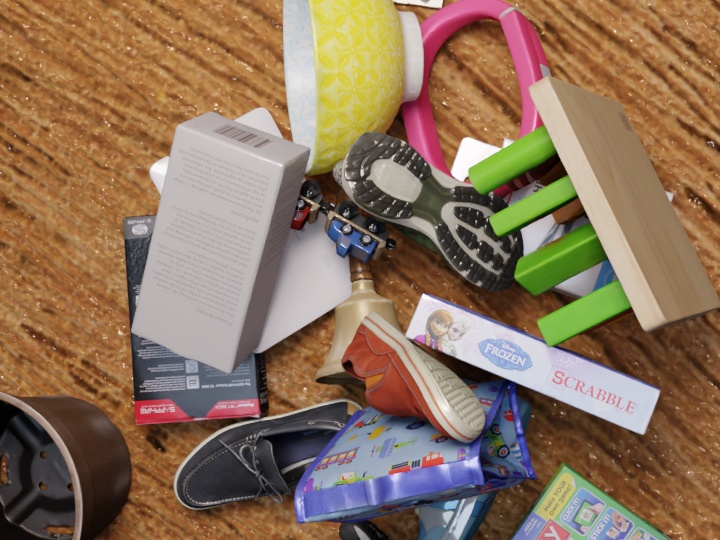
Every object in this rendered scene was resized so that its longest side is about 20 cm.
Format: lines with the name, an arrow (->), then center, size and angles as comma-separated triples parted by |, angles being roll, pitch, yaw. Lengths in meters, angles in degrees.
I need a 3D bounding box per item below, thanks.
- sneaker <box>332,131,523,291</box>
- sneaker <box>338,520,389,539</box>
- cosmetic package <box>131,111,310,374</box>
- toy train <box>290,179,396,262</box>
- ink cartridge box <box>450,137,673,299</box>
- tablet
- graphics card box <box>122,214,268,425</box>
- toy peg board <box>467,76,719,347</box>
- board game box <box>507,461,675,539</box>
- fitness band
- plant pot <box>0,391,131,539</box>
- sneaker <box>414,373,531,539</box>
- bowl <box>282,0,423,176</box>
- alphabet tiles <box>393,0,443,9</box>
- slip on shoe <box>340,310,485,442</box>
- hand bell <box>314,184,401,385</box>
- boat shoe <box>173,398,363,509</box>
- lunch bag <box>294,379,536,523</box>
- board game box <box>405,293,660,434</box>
sneaker -> 0.058, -0.052, 0.949 | 0.200, 0.089, 0.077 | 35, 81, -21
sneaker -> 0.022, 0.327, 1.018 | 0.080, 0.074, 0.200 | -27, 86, 8
cosmetic package -> -0.122, -0.024, 0.952 | 0.101, 0.071, 0.200 | 22, 113, 10
toy train -> -0.061, -0.061, 0.984 | 0.200, 0.034, 0.046 | 28, 65, 3
ink cartridge box -> 0.169, -0.045, 1.007 | 0.199, 0.067, 0.116 | 19, 91, 7
tablet -> -0.095, -0.038, 1.027 | 0.130, 0.014, 0.200 | -31, 97, -18
graphics card box -> -0.158, 0.043, 1.055 | 0.125, 0.051, 0.201 | -5, 89, 6
toy peg board -> 0.185, -0.036, 0.887 | 0.098, 0.199, 0.200 | -28, 78, 27
board game box -> 0.187, 0.299, 1.020 | 0.134, 0.029, 0.200 | 34, 93, 6
fitness band -> 0.102, -0.155, 0.989 | 0.143, 0.037, 0.201 | -26, 63, 32
plant pot -> -0.312, 0.196, 0.999 | 0.200, 0.198, 0.201 | 0, 90, 7
sneaker -> 0.063, 0.182, 1.018 | 0.130, 0.080, 0.200 | 27, 98, 18
bowl -> -0.004, -0.188, 0.981 | 0.107, 0.200, 0.201 | -5, 88, -11
alphabet tiles -> -0.004, -0.350, 1.064 | 0.199, 0.008, 0.168 | 10, 91, 8
slip on shoe -> 0.037, 0.091, 0.860 | 0.074, 0.200, 0.061 | 38, 90, -26
hand bell -> 0.000, 0.000, 1.021 | 0.104, 0.104, 0.201 | -8, 76, 7
boat shoe -> -0.086, 0.178, 1.032 | 0.200, 0.062, 0.075 | -20, 108, 6
lunch bag -> 0.043, 0.153, 0.878 | 0.150, 0.200, 0.094 | -14, 86, 19
board game box -> 0.143, 0.075, 0.943 | 0.200, 0.200, 0.041 | 22, 90, 6
